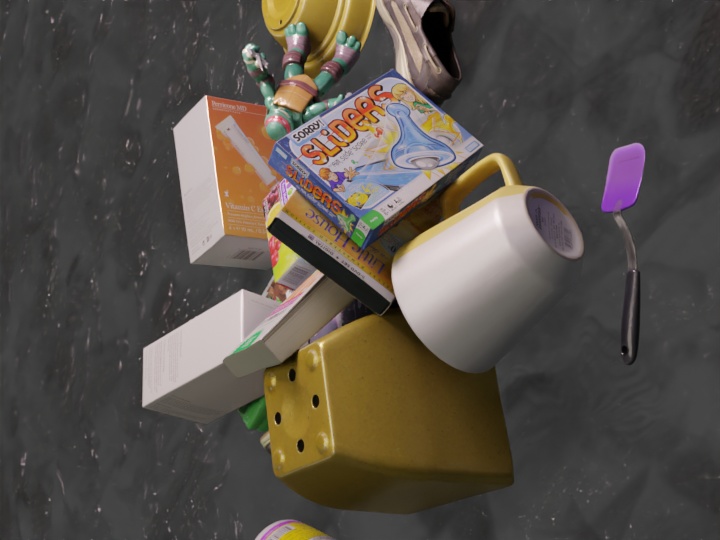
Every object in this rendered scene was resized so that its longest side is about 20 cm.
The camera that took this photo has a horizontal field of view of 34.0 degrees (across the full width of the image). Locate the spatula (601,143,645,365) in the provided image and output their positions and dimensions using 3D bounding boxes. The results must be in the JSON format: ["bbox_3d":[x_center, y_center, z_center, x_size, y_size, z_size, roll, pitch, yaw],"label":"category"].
[{"bbox_3d":[0.243,-0.015,1.070,0.056,0.020,0.203,166,103,-66],"label":"spatula"}]

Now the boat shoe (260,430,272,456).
[{"bbox_3d":[-0.051,0.208,1.341,0.071,0.201,0.066,-33,70,6],"label":"boat shoe"}]

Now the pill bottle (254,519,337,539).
[{"bbox_3d":[-0.043,0.363,1.358,0.199,0.103,0.106,10,94,54],"label":"pill bottle"}]

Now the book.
[{"bbox_3d":[-0.051,0.033,1.263,0.048,0.200,0.133,49,153,-7],"label":"book"}]

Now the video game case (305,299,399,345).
[{"bbox_3d":[0.000,0.000,1.367,0.199,0.019,0.144,-32,50,40],"label":"video game case"}]

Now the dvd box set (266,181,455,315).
[{"bbox_3d":[0.007,-0.066,1.219,0.029,0.146,0.201,-49,5,47],"label":"dvd box set"}]

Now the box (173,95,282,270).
[{"bbox_3d":[-0.164,-0.114,1.566,0.097,0.123,0.202,-33,61,47],"label":"box"}]

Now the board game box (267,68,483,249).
[{"bbox_3d":[0.019,-0.119,1.211,0.135,0.200,0.035,41,139,12],"label":"board game box"}]

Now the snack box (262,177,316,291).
[{"bbox_3d":[-0.036,-0.089,1.399,0.200,0.053,0.143,-44,41,30],"label":"snack box"}]

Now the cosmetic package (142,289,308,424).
[{"bbox_3d":[-0.163,0.109,1.411,0.199,0.107,0.086,-29,53,36],"label":"cosmetic package"}]

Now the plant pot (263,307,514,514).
[{"bbox_3d":[0.012,0.148,1.225,0.194,0.198,0.198,-29,64,49],"label":"plant pot"}]

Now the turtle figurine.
[{"bbox_3d":[-0.074,-0.214,1.382,0.101,0.149,0.201,-62,4,44],"label":"turtle figurine"}]

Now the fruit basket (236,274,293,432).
[{"bbox_3d":[-0.101,0.095,1.483,0.186,0.093,0.201,51,123,44],"label":"fruit basket"}]

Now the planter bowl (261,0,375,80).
[{"bbox_3d":[-0.069,-0.345,1.494,0.200,0.083,0.203,-11,77,54],"label":"planter bowl"}]

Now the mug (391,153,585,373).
[{"bbox_3d":[0.124,-0.019,1.136,0.153,0.149,0.188,-39,73,35],"label":"mug"}]

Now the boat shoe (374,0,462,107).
[{"bbox_3d":[0.072,-0.278,1.310,0.073,0.074,0.202,-25,74,39],"label":"boat shoe"}]
